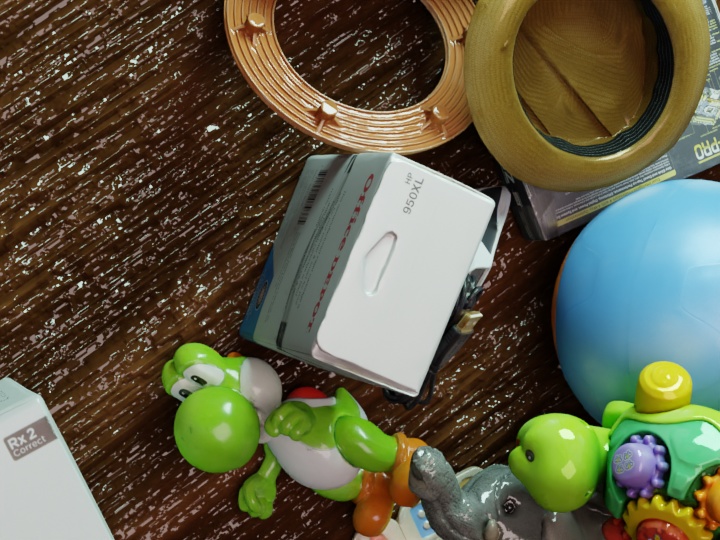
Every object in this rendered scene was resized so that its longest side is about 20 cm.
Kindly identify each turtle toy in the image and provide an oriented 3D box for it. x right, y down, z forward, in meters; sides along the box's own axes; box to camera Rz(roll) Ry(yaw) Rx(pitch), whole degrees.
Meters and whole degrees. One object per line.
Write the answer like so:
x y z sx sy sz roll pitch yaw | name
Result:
0.200 0.144 1.406 0.200 0.146 0.101 21 49 20 | turtle toy

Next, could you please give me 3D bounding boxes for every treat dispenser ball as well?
0.239 0.034 1.507 0.201 0.201 0.201 -1 93 -17 | treat dispenser ball

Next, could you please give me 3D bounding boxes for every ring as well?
0.002 -0.169 1.466 0.200 0.019 0.201 10 57 -16 | ring

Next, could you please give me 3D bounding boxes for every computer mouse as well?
0.063 0.002 1.476 0.044 0.200 0.110 25 126 -5 | computer mouse

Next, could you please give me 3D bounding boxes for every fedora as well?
0.150 -0.155 1.472 0.200 0.082 0.201 -8 115 -17 | fedora

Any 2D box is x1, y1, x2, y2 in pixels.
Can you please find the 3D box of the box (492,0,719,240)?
0.189 -0.132 1.564 0.200 0.049 0.161 -24 97 -15 | box

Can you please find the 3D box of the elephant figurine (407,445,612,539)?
0.118 0.197 1.492 0.141 0.155 0.200 -7 102 7 | elephant figurine

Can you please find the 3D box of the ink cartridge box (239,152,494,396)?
0.000 0.000 1.432 0.084 0.200 0.145 23 86 -16 | ink cartridge box

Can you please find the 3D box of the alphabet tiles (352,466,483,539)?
0.083 0.257 1.567 0.200 0.015 0.196 -27 100 -14 | alphabet tiles

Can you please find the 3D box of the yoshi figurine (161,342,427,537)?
-0.055 0.128 1.472 0.200 0.112 0.112 29 91 -14 | yoshi figurine

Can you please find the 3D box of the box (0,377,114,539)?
-0.269 0.206 1.393 0.199 0.131 0.200 -28 100 -14 | box
